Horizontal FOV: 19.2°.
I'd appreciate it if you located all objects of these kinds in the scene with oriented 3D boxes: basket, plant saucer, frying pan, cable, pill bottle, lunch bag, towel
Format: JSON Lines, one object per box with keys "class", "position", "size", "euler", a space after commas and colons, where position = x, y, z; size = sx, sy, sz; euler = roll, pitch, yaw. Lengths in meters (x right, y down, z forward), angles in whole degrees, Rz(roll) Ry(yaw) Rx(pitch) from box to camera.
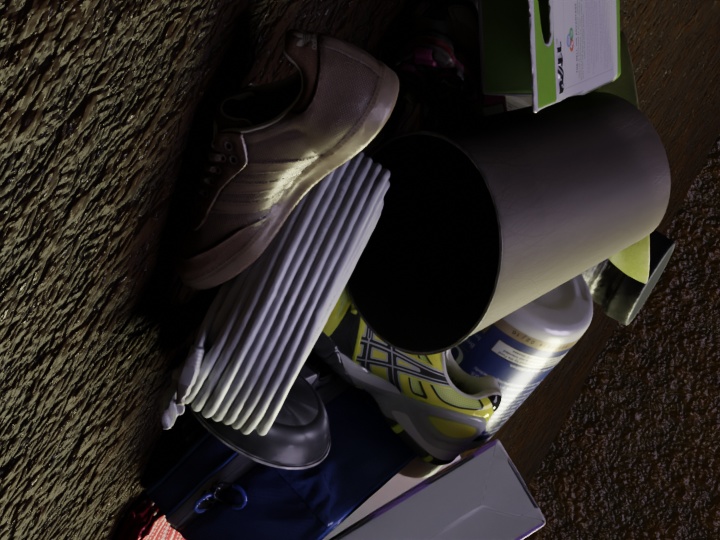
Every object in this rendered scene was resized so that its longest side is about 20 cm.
{"class": "basket", "position": [0.109, -0.046, 1.460], "size": [0.199, 0.136, 0.181], "euler": [-23, 158, -38]}
{"class": "plant saucer", "position": [0.203, -0.088, 1.687], "size": [0.200, 0.031, 0.201], "euler": [-5, 90, -87]}
{"class": "frying pan", "position": [-0.042, 0.091, 1.475], "size": [0.189, 0.115, 0.031], "euler": [0, 131, -45]}
{"class": "cable", "position": [-0.047, 0.007, 1.355], "size": [0.201, 0.069, 0.200], "euler": [-61, -178, 15]}
{"class": "pill bottle", "position": [0.080, 0.068, 1.627], "size": [0.200, 0.111, 0.111], "euler": [-53, 173, 34]}
{"class": "pill bottle", "position": [0.171, -0.039, 1.875], "size": [0.112, 0.199, 0.112], "euler": [-55, 168, -19]}
{"class": "lunch bag", "position": [-0.064, 0.142, 1.560], "size": [0.136, 0.132, 0.200], "euler": [-44, 174, 28]}
{"class": "towel", "position": [-0.151, 0.212, 1.635], "size": [0.145, 0.022, 0.200], "euler": [-63, 167, 24]}

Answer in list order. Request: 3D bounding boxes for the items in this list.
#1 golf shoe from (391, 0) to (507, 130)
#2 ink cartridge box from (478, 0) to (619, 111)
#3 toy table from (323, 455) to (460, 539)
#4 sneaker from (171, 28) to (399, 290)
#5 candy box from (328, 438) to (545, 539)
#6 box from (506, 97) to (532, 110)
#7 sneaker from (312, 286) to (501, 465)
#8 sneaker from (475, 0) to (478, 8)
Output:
{"class": "golf shoe", "position": [0.077, -0.131, 1.539], "size": [0.200, 0.072, 0.092], "euler": [73, 33, -59]}
{"class": "ink cartridge box", "position": [0.112, -0.190, 1.417], "size": [0.200, 0.075, 0.149], "euler": [-27, 117, -65]}
{"class": "toy table", "position": [0.021, 0.162, 1.873], "size": [0.117, 0.199, 0.185], "euler": [-46, 121, -51]}
{"class": "sneaker", "position": [-0.063, -0.069, 1.234], "size": [0.200, 0.075, 0.071], "euler": [-43, -154, 33]}
{"class": "candy box", "position": [0.046, 0.197, 1.568], "size": [0.167, 0.072, 0.200], "euler": [-31, 174, 0]}
{"class": "box", "position": [0.107, -0.099, 1.735], "size": [0.078, 0.095, 0.200], "euler": [-52, 168, -39]}
{"class": "sneaker", "position": [0.020, 0.049, 1.540], "size": [0.076, 0.200, 0.075], "euler": [-41, -162, 18]}
{"class": "sneaker", "position": [0.135, -0.233, 1.585], "size": [0.201, 0.080, 0.089], "euler": [-60, 175, 31]}
